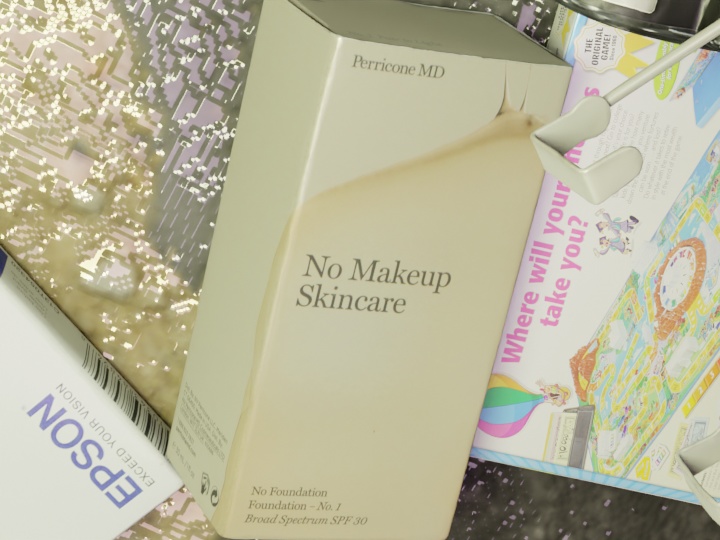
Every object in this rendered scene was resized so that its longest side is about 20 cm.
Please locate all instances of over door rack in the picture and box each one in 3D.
[{"bbox_3d":[0.145,-0.040,0.665,0.200,0.067,0.148,-40,122,-19],"label":"over door rack"}]

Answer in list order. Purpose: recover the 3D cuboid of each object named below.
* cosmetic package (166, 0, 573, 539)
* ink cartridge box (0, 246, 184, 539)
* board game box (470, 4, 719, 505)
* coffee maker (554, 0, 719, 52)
[{"bbox_3d":[0.000,0.000,0.789,0.103,0.073,0.201,3,112,-26],"label":"cosmetic package"},{"bbox_3d":[-0.207,0.070,0.831,0.200,0.043,0.196,-39,108,8],"label":"ink cartridge box"},{"bbox_3d":[0.122,-0.009,0.827,0.134,0.034,0.201,13,109,-8],"label":"board game box"},{"bbox_3d":[0.162,-0.175,0.710,0.191,0.135,0.201,14,114,2],"label":"coffee maker"}]
